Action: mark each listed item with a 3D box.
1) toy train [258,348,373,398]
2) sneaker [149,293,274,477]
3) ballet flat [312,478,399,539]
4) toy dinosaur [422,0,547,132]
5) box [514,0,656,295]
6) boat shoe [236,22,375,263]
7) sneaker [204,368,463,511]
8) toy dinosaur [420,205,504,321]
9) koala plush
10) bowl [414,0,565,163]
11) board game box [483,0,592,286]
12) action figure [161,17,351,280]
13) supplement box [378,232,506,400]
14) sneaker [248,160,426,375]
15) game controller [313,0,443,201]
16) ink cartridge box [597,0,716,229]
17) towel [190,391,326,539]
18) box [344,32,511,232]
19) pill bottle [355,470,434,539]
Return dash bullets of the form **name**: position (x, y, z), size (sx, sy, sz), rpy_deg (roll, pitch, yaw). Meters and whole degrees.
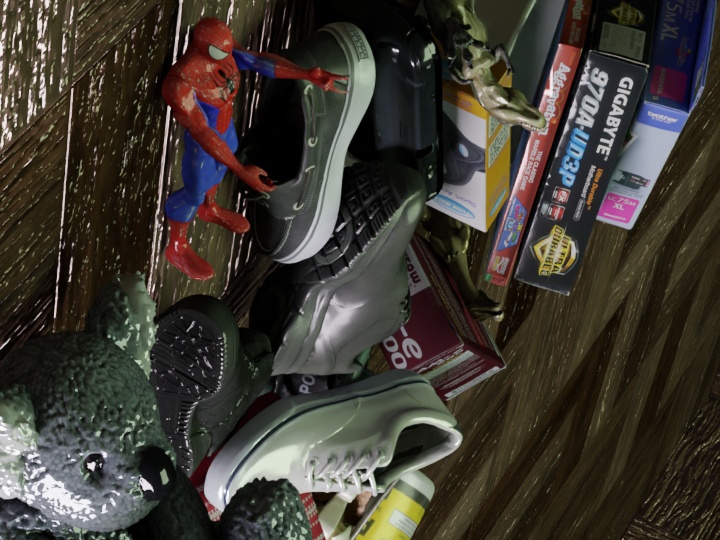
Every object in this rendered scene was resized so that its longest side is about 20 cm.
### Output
- **toy train**: position (-0.021, 0.044, 1.799), size (0.114, 0.085, 0.201), rpy_deg (-62, 169, -51)
- **sneaker**: position (-0.095, 0.061, 1.612), size (0.104, 0.060, 0.200), rpy_deg (-50, 165, -40)
- **ballet flat**: position (-0.017, 0.167, 1.883), size (0.200, 0.067, 0.064), rpy_deg (-55, -176, 24)
- **toy dinosaur**: position (0.056, -0.166, 1.534), size (0.047, 0.201, 0.088), rpy_deg (-26, -173, -2)
- **box**: position (0.163, -0.107, 1.808), size (0.159, 0.046, 0.201), rpy_deg (-74, 180, -56)
- **boat shoe**: position (-0.046, -0.071, 1.551), size (0.066, 0.070, 0.200), rpy_deg (-18, 153, -30)
- **sneaker**: position (-0.013, 0.122, 1.714), size (0.200, 0.071, 0.073), rpy_deg (-23, 134, -35)
- **toy dinosaur**: position (0.065, -0.043, 1.968), size (0.200, 0.058, 0.101), rpy_deg (-102, 176, -45)
- **koala plush**: position (-0.151, 0.115, 1.371), size (0.177, 0.183, 0.201), rpy_deg (-40, 133, -33)
- **bowl**: position (0.094, -0.175, 1.808), size (0.201, 0.090, 0.201), rpy_deg (-57, 165, -25)
- **board game box**: position (0.126, -0.098, 1.779), size (0.103, 0.019, 0.201), rpy_deg (-76, -179, -56)
- **action figure**: position (-0.064, -0.066, 1.437), size (0.065, 0.099, 0.200), rpy_deg (-56, 161, -32)
- **supplement box**: position (0.049, 0.034, 1.942), size (0.061, 0.109, 0.200), rpy_deg (-29, 167, 7)
- **sneaker**: position (0.000, 0.000, 1.651), size (0.200, 0.090, 0.076), rpy_deg (-52, -142, 44)
- **game controller**: position (0.011, -0.119, 1.587), size (0.042, 0.104, 0.200), rpy_deg (-32, 156, -15)
- **ink cartridge box**: position (0.214, -0.130, 1.828), size (0.200, 0.042, 0.120), rpy_deg (113, -8, -61)
- **towel**: position (-0.073, 0.199, 1.740), size (0.145, 0.022, 0.201), rpy_deg (-34, 112, -50)
- **box**: position (0.042, -0.098, 1.694), size (0.042, 0.119, 0.200), rpy_deg (-57, 163, -24)
- **pill bottle**: position (-0.031, 0.234, 2.005), size (0.201, 0.111, 0.111), rpy_deg (-63, 165, -10)
